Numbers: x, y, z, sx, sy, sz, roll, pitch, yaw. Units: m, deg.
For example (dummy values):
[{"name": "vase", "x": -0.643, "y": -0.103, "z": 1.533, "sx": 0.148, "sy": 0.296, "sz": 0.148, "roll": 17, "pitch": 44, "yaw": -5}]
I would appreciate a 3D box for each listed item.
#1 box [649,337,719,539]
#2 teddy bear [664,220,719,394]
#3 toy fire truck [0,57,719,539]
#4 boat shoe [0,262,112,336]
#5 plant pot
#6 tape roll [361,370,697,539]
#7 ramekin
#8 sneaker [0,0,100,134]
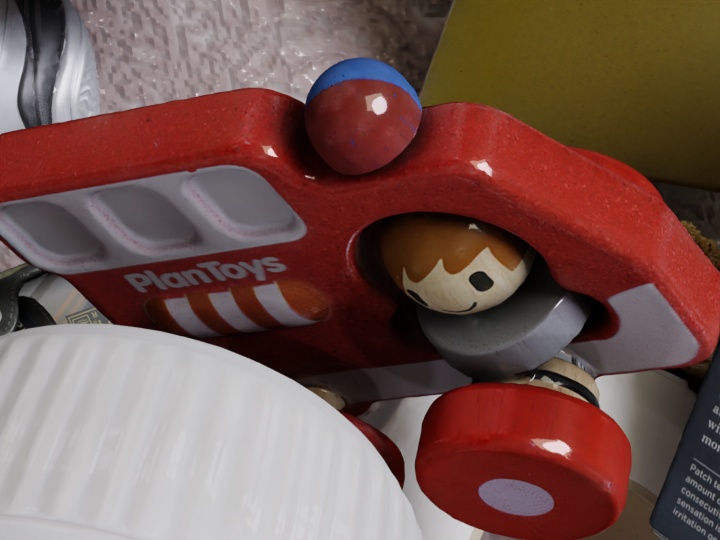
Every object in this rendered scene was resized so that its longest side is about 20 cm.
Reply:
[{"name": "box", "x": 0.208, "y": 0.019, "z": 0.921, "sx": 0.107, "sy": 0.201, "sz": 0.148, "roll": 35, "pitch": 28, "yaw": 34}, {"name": "teddy bear", "x": 0.103, "y": 0.000, "z": 1.009, "sx": 0.199, "sy": 0.145, "sz": 0.067, "roll": 21, "pitch": 83, "yaw": -14}, {"name": "toy fire truck", "x": 0.000, "y": 0.000, "z": 0.842, "sx": 0.168, "sy": 0.199, "sz": 0.112, "roll": 45, "pitch": 48, "yaw": -44}, {"name": "boat shoe", "x": -0.117, "y": 0.027, "z": 0.916, "sx": 0.200, "sy": 0.057, "sz": 0.069, "roll": -26, "pitch": 84, "yaw": -35}, {"name": "plant pot", "x": 0.155, "y": -0.142, "z": 1.029, "sx": 0.176, "sy": 0.200, "sz": 0.200, "roll": 26, "pitch": 57, "yaw": 4}, {"name": "tape roll", "x": 0.066, "y": 0.128, "z": 0.969, "sx": 0.202, "sy": 0.071, "sz": 0.203, "roll": 11, "pitch": 64, "yaw": -24}, {"name": "ramekin", "x": -0.072, "y": 0.106, "z": 0.827, "sx": 0.200, "sy": 0.200, "sz": 0.105, "roll": 29, "pitch": 50, "yaw": -16}, {"name": "sneaker", "x": -0.173, "y": -0.116, "z": 0.934, "sx": 0.115, "sy": 0.075, "sz": 0.201, "roll": -19, "pitch": 83, "yaw": -37}]
